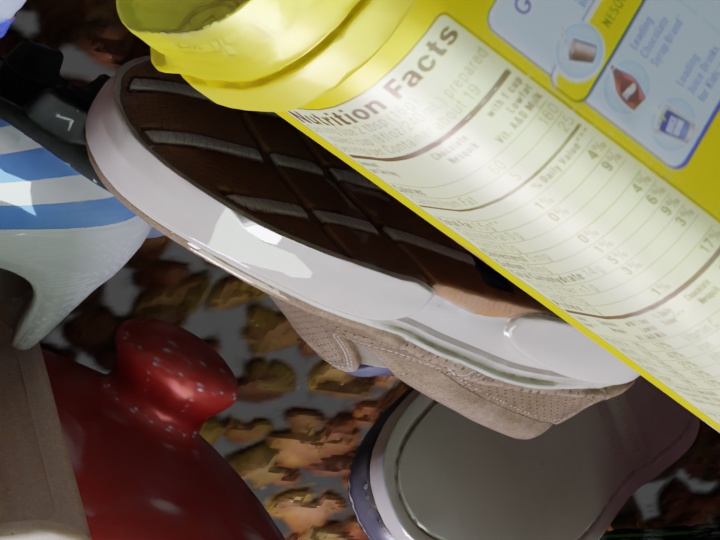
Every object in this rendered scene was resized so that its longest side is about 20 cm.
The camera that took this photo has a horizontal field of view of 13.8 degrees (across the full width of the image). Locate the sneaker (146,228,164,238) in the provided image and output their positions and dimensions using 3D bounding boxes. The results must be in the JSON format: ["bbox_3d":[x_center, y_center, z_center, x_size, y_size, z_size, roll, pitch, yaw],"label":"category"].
[{"bbox_3d":[-0.016,-0.085,0.844,0.078,0.066,0.200,42,124,-17],"label":"sneaker"}]

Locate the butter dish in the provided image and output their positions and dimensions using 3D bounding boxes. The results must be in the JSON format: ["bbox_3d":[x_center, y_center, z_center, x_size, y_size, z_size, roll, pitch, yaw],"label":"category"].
[{"bbox_3d":[-0.092,0.082,0.941,0.199,0.200,0.148,28,101,-41],"label":"butter dish"}]

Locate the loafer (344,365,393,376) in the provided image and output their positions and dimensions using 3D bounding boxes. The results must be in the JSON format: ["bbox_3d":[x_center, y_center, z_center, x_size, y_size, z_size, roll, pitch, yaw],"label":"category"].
[{"bbox_3d":[0.066,-0.031,0.921,0.063,0.072,0.200,16,129,-38],"label":"loafer"}]

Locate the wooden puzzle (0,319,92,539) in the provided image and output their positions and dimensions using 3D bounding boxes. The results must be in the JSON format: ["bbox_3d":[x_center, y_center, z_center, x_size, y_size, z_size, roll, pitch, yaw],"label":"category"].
[{"bbox_3d":[-0.179,0.038,0.841,0.184,0.200,0.037,-6,114,-11],"label":"wooden puzzle"}]

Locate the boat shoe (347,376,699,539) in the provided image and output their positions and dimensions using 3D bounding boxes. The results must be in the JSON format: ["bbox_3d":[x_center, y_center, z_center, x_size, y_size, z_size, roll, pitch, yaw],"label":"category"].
[{"bbox_3d":[0.044,0.061,0.970,0.063,0.073,0.200,-21,179,32],"label":"boat shoe"}]

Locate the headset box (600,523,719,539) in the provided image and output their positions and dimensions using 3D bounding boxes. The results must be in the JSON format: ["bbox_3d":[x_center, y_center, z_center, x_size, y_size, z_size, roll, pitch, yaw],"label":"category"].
[{"bbox_3d":[0.136,0.140,1.024,0.174,0.093,0.200,-7,179,28],"label":"headset box"}]

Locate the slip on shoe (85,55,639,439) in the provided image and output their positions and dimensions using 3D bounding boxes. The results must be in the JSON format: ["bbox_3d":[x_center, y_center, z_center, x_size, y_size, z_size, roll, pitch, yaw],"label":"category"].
[{"bbox_3d":[0.000,0.000,0.830,0.200,0.076,0.061,17,129,-41],"label":"slip on shoe"}]

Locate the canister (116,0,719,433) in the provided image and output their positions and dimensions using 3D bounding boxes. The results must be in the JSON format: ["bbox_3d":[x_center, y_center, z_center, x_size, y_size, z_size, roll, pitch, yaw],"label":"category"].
[{"bbox_3d":[0.066,-0.059,0.650,0.200,0.086,0.149,35,78,-28],"label":"canister"}]

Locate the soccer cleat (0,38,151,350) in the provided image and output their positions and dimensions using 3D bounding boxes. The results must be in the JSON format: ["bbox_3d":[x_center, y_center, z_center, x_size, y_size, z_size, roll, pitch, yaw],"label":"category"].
[{"bbox_3d":[-0.146,-0.042,0.808,0.200,0.070,0.086,30,106,-27],"label":"soccer cleat"}]

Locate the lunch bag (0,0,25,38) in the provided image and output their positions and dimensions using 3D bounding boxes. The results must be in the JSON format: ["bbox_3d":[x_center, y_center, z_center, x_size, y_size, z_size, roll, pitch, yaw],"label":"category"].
[{"bbox_3d":[-0.108,-0.142,0.580,0.200,0.124,0.170,25,121,-32],"label":"lunch bag"}]
